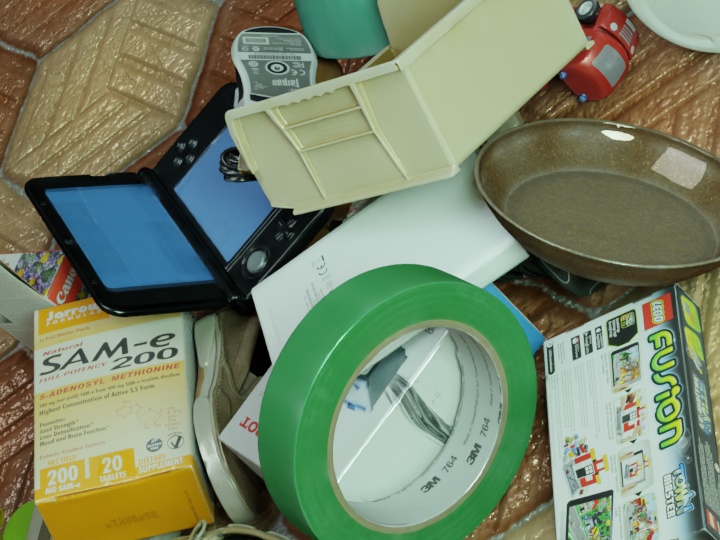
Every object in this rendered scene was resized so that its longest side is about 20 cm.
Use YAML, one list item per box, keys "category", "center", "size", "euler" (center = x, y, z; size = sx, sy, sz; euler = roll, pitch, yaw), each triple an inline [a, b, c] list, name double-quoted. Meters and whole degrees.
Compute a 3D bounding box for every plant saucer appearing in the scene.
- category: "plant saucer"
  center: [0.174, -0.042, 1.500]
  size: [0.201, 0.199, 0.037]
  euler: [-124, 34, -51]

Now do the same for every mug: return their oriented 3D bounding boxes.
- category: "mug"
  center: [0.027, -0.255, 1.794]
  size: [0.184, 0.115, 0.152]
  euler: [-2, 25, 33]

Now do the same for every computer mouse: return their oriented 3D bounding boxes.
- category: "computer mouse"
  center: [-0.062, -0.125, 1.745]
  size: [0.109, 0.044, 0.201]
  euler: [1, 39, -8]

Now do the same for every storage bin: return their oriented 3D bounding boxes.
- category: "storage bin"
  center: [0.034, -0.141, 1.598]
  size: [0.198, 0.094, 0.200]
  euler: [-11, 25, 46]

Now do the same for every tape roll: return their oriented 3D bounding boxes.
- category: "tape roll"
  center: [0.027, 0.098, 1.466]
  size: [0.048, 0.200, 0.201]
  euler: [25, 76, 51]

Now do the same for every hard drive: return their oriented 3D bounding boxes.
- category: "hard drive"
  center: [0.017, 0.002, 1.565]
  size: [0.199, 0.026, 0.132]
  euler: [-35, 38, 12]

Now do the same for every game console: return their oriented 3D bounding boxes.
- category: "game console"
  center: [-0.145, -0.061, 1.743]
  size: [0.176, 0.116, 0.200]
  euler: [-49, 44, 9]

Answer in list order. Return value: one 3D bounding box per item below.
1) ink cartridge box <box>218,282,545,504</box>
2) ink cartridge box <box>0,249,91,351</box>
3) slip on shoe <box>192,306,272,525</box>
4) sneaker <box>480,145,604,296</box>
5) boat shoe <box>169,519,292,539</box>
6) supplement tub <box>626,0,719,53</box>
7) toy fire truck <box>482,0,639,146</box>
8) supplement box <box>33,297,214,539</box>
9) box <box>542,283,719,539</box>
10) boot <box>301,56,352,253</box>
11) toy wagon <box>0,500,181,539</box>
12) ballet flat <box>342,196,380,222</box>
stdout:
- category: "ink cartridge box"
  center: [0.014, 0.086, 1.583]
  size: [0.200, 0.086, 0.146]
  euler: [-52, 38, -10]
- category: "ink cartridge box"
  center: [-0.262, 0.021, 1.813]
  size: [0.108, 0.200, 0.051]
  euler: [-2, 56, 43]
- category: "slip on shoe"
  center: [-0.087, 0.105, 1.684]
  size: [0.060, 0.076, 0.201]
  euler: [-19, 39, 10]
- category: "sneaker"
  center: [0.112, -0.021, 1.604]
  size: [0.087, 0.080, 0.200]
  euler: [-60, 31, 11]
- category: "boat shoe"
  center: [-0.090, 0.214, 1.592]
  size: [0.199, 0.063, 0.074]
  euler: [-6, 55, 42]
- category: "supplement tub"
  center: [0.274, -0.270, 1.606]
  size: [0.122, 0.122, 0.201]
  euler: [-4, 55, 42]
- category: "toy fire truck"
  center: [0.111, -0.136, 1.709]
  size: [0.199, 0.049, 0.142]
  euler: [2, 60, 44]
- category: "supplement box"
  center: [-0.185, 0.110, 1.701]
  size: [0.125, 0.074, 0.201]
  euler: [-14, 45, 4]
- category: "box"
  center: [0.178, 0.113, 1.441]
  size: [0.110, 0.035, 0.201]
  euler: [-25, 43, 27]
- category: "boot"
  center: [-0.029, -0.079, 1.783]
  size: [0.154, 0.073, 0.201]
  euler: [17, 81, 50]
- category: "toy wagon"
  center: [-0.219, 0.197, 1.753]
  size: [0.199, 0.040, 0.156]
  euler: [-17, 47, 35]
- category: "ballet flat"
  center: [0.000, 0.000, 1.677]
  size: [0.075, 0.064, 0.201]
  euler: [31, 87, 7]
